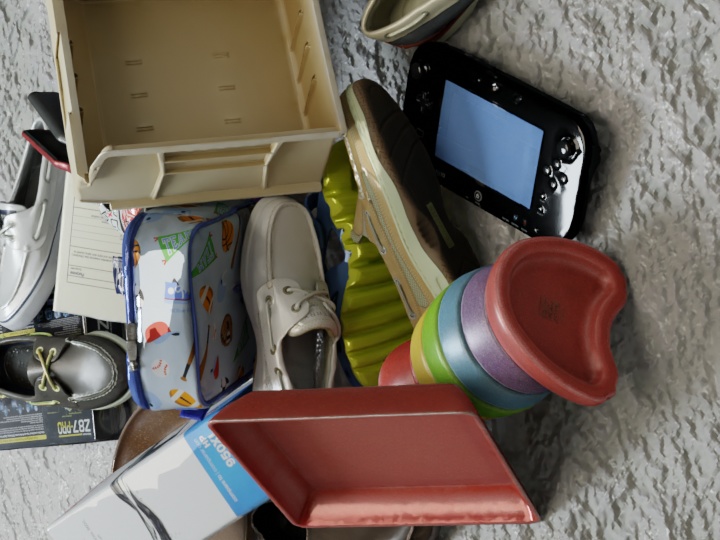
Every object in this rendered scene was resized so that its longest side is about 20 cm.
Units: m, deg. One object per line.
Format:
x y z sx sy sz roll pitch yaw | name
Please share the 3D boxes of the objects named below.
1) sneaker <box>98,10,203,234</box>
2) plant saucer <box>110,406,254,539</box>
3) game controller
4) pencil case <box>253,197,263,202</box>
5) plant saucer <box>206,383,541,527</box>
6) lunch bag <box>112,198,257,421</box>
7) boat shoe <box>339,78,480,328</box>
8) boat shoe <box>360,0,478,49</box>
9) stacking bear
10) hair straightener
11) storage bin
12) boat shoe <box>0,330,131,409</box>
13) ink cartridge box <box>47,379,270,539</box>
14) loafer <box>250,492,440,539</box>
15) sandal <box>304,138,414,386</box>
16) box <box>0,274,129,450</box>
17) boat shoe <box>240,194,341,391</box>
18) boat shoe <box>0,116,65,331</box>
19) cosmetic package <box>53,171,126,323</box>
-0.174 -0.120 1.777 0.108 0.067 0.203 23 110 56 | sneaker
-0.151 0.208 1.897 0.200 0.037 0.202 2 93 47 | plant saucer
0.100 -0.096 1.599 0.200 0.042 0.105 33 116 43 | game controller
-0.103 -0.059 1.796 0.088 0.088 0.201 23 109 45 | pencil case
0.015 0.133 1.562 0.199 0.200 0.037 -3 61 19 | plant saucer
-0.127 0.028 1.665 0.075 0.200 0.161 1 100 17 | lunch bag
0.021 -0.044 1.629 0.076 0.072 0.201 -25 88 31 | boat shoe
0.074 -0.241 1.607 0.200 0.062 0.071 -48 56 36 | boat shoe
0.086 0.063 1.561 0.200 0.113 0.122 -37 35 49 | stacking bear
-0.232 -0.111 1.778 0.200 0.041 0.077 46 129 55 | hair straightener
-0.130 -0.160 1.642 0.094 0.197 0.201 110 151 -61 | storage bin
-0.280 0.092 1.950 0.201 0.060 0.072 -2 91 46 | boat shoe
-0.136 0.172 1.743 0.200 0.145 0.084 -35 91 21 | ink cartridge box
-0.015 0.201 1.718 0.200 0.071 0.073 -18 78 47 | loafer
0.000 0.000 1.699 0.087 0.079 0.201 157 108 -63 | sandal
-0.299 0.088 2.049 0.199 0.049 0.162 -11 82 47 | box
-0.044 0.040 1.641 0.069 0.071 0.201 -8 86 55 | boat shoe
-0.312 -0.046 2.003 0.073 0.065 0.201 5 77 51 | boat shoe
-0.205 -0.058 1.889 0.105 0.071 0.201 10 101 10 | cosmetic package
